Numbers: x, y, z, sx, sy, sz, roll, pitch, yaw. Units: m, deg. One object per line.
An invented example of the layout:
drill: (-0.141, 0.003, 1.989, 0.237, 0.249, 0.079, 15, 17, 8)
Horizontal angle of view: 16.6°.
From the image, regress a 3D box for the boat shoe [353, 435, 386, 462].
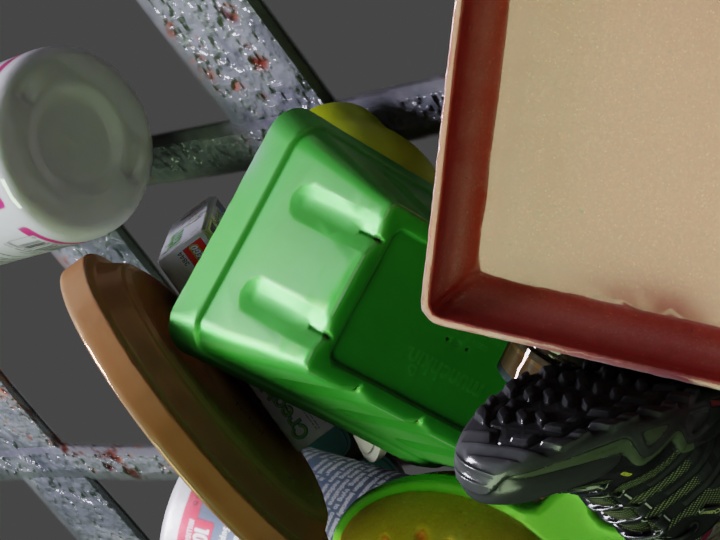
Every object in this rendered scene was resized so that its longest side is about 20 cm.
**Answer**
boat shoe: (0.027, 0.063, 1.432, 0.199, 0.066, 0.075, 112, 139, -75)

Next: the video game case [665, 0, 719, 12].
video game case: (0.206, -0.068, 1.100, 0.200, 0.023, 0.182, 43, 130, -11)

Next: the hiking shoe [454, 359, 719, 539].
hiking shoe: (0.130, 0.093, 1.134, 0.076, 0.199, 0.101, 27, 123, 52)

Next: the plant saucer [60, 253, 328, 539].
plant saucer: (-0.078, 0.070, 1.263, 0.200, 0.032, 0.200, 52, -175, -7)

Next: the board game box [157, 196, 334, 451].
board game box: (-0.060, 0.025, 1.377, 0.126, 0.035, 0.200, 54, -178, -6)

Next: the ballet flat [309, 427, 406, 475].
ballet flat: (-0.022, 0.115, 1.565, 0.064, 0.067, 0.200, 42, 167, 51)

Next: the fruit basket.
fruit basket: (0.000, 0.000, 1.269, 0.215, 0.156, 0.216, 29, 179, 0)

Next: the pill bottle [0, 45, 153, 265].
pill bottle: (-0.223, -0.060, 1.466, 0.200, 0.113, 0.113, -12, 125, 49)

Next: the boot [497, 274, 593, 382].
boot: (0.160, 0.018, 1.210, 0.075, 0.200, 0.097, 38, 115, 37)

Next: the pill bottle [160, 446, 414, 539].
pill bottle: (-0.006, 0.172, 1.447, 0.199, 0.120, 0.120, 13, 141, 27)

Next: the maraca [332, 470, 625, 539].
maraca: (0.072, 0.165, 1.294, 0.199, 0.107, 0.137, -9, 118, 35)

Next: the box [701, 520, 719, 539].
box: (0.277, 0.165, 1.276, 0.200, 0.132, 0.115, 44, 143, -14)

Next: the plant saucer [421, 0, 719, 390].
plant saucer: (0.135, -0.052, 1.081, 0.199, 0.037, 0.200, 13, 116, 15)
